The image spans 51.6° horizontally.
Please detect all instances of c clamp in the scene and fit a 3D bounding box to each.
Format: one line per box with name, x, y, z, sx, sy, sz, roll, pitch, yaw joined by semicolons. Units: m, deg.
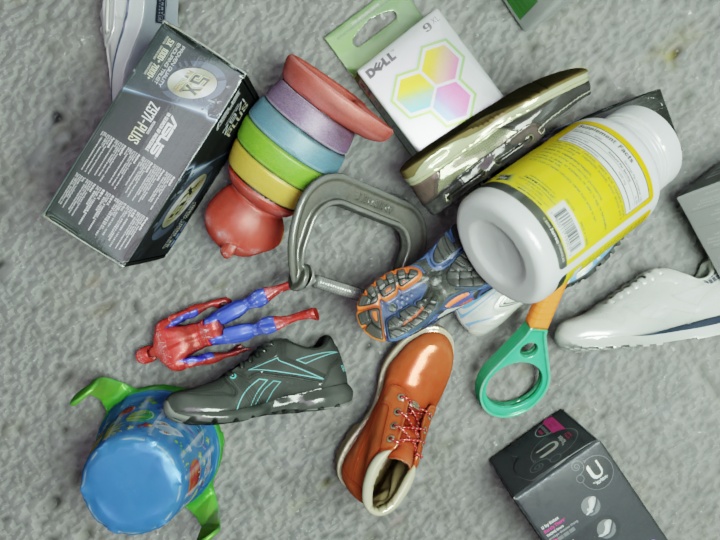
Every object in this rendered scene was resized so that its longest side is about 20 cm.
c clamp;0.000;0.000;0.747;0.200;0.027;0.172;26;89;-39

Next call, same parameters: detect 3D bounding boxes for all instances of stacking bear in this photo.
stacking bear;-0.081;-0.101;0.746;0.113;0.122;0.200;27;106;-34

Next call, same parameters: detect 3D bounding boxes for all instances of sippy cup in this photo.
sippy cup;-0.213;0.194;0.746;0.177;0.130;0.140;17;92;-3

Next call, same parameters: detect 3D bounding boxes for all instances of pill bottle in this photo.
pill bottle;0.194;-0.067;0.677;0.200;0.112;0.113;-34;95;-21

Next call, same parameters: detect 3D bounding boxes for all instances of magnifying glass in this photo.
magnifying glass;0.175;0.073;0.767;0.079;0.022;0.201;5;120;-16

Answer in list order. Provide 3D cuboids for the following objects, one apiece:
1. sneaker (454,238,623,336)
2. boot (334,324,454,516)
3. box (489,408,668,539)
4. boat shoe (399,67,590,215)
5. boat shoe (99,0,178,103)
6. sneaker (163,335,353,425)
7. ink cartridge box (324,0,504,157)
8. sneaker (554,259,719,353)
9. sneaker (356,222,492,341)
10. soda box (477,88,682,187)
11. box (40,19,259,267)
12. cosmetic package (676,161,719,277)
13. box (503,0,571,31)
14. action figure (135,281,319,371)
sneaker;0.185;-0.005;0.784;0.199;0.072;0.073;-29;87;-4
boot;0.049;0.153;0.765;0.075;0.107;0.201;27;91;-14
box;0.241;0.266;0.777;0.106;0.122;0.200;-35;95;0
boat shoe;0.135;-0.123;0.717;0.200;0.072;0.066;-30;106;-1
boat shoe;-0.228;-0.249;0.755;0.065;0.073;0.201;17;99;26
sneaker;-0.104;0.113;0.761;0.199;0.075;0.080;-3;81;-32
ink cartridge box;0.063;-0.195;0.769;0.104;0.059;0.200;-37;95;0
sneaker;0.298;0.041;0.796;0.199;0.076;0.081;-9;87;-10
sneaker;0.085;0.007;0.741;0.199;0.078;0.076;-26;76;-5
soda box;0.222;-0.118;0.780;0.199;0.063;0.071;-22;94;-1
box;-0.187;-0.112;0.711;0.086;0.164;0.200;33;91;-4
cosmetic package;0.429;-0.023;0.770;0.107;0.090;0.200;-35;94;-30
box;0.199;-0.380;0.707;0.200;0.171;0.199;-36;95;0
action figure;-0.144;0.060;0.782;0.199;0.052;0.066;-19;89;4
